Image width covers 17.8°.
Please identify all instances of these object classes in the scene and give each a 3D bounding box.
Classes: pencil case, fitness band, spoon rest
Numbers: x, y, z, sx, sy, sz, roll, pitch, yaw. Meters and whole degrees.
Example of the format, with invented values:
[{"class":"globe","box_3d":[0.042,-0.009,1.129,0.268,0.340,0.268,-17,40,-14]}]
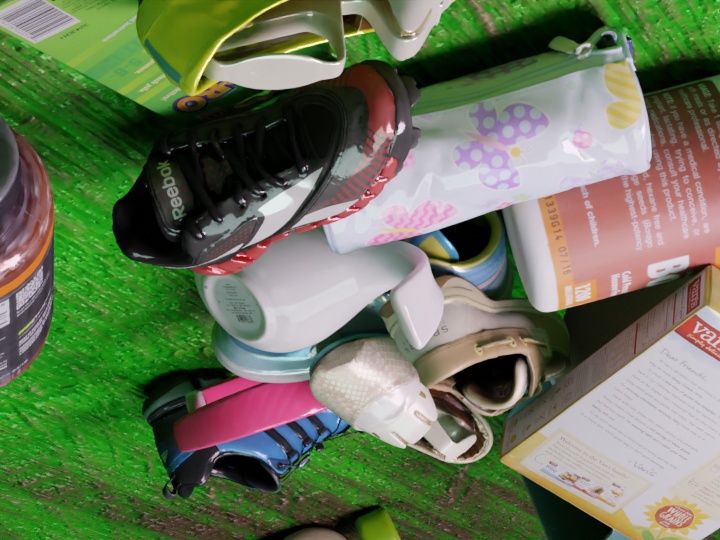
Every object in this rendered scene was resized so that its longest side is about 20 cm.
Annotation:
[{"class":"pencil case","box_3d":[0.063,-0.072,1.278,0.199,0.083,0.091,-16,153,4]},{"class":"fitness band","box_3d":[-0.036,0.075,1.549,0.199,0.038,0.143,-19,-179,-39]},{"class":"spoon rest","box_3d":[-0.024,0.009,1.351,0.199,0.100,0.061,5,-144,46]}]

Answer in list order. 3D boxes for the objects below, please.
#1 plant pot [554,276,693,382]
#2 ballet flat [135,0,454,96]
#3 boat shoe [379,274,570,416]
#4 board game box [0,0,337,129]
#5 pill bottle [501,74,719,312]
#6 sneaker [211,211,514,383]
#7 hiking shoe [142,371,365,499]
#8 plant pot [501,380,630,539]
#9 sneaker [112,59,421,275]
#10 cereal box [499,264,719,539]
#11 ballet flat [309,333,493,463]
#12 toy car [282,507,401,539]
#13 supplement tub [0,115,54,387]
[{"class":"plant pot","box_3d":[0.203,0.045,1.552,0.134,0.201,0.200,22,156,4]},{"class":"ballet flat","box_3d":[-0.008,-0.124,1.086,0.199,0.067,0.067,-17,152,-21]},{"class":"boat shoe","box_3d":[0.078,0.056,1.431,0.074,0.067,0.200,-30,157,25]},{"class":"board game box","box_3d":[-0.094,-0.121,1.136,0.095,0.030,0.200,-23,155,21]},{"class":"pill bottle","box_3d":[0.185,-0.051,1.364,0.199,0.113,0.112,-14,158,0]},{"class":"sneaker","box_3d":[0.000,0.000,1.425,0.199,0.080,0.131,-18,158,-7]},{"class":"hiking shoe","box_3d":[-0.058,0.120,1.656,0.199,0.087,0.074,-4,157,-23]},{"class":"plant pot","box_3d":[0.241,0.134,1.822,0.199,0.142,0.141,-16,160,-18]},{"class":"sneaker","box_3d":[-0.056,-0.050,1.205,0.200,0.071,0.098,-28,165,39]},{"class":"cereal box","box_3d":[0.201,0.092,1.415,0.144,0.040,0.200,32,133,-19]},{"class":"ballet flat","box_3d":[0.035,0.086,1.467,0.067,0.062,0.200,-43,155,14]},{"class":"toy car","box_3d":[-0.022,0.315,2.094,0.164,0.158,0.200,-25,170,-2]},{"class":"supplement tub","box_3d":[-0.213,-0.015,1.210,0.106,0.107,0.200,-10,157,-12]}]
